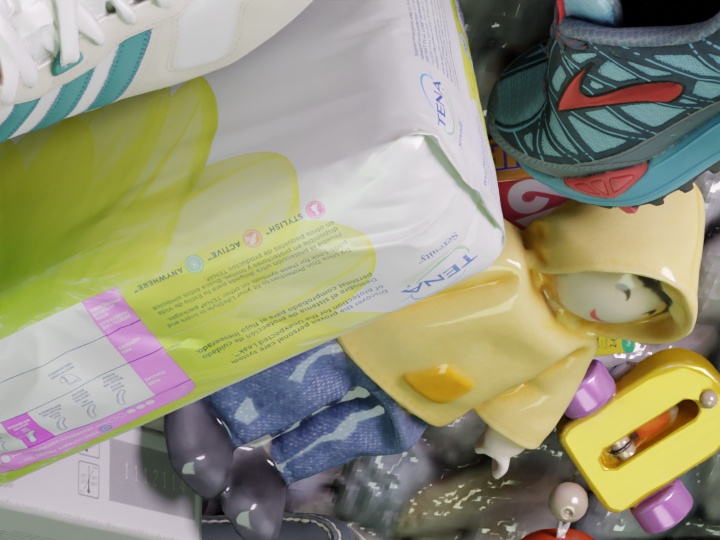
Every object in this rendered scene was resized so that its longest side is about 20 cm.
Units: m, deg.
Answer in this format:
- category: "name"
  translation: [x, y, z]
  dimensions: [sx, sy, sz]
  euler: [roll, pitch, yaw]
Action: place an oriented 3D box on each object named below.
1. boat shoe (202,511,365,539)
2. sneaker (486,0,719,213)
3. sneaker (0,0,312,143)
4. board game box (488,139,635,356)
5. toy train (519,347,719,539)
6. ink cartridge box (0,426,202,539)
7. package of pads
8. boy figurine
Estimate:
- category: "boat shoe"
  translation: [-0.095, 0.129, 1.018]
  dimensions: [0.199, 0.073, 0.062]
  euler: [-14, 139, 13]
- category: "sneaker"
  translation: [0.094, -0.082, 0.805]
  dimensions: [0.095, 0.080, 0.200]
  euler: [34, 154, -24]
- category: "sneaker"
  translation: [-0.093, -0.065, 0.719]
  dimensions: [0.199, 0.093, 0.071]
  euler: [-18, 107, 8]
- category: "board game box"
  translation: [0.000, 0.000, 0.938]
  dimensions: [0.199, 0.030, 0.096]
  euler: [-5, 134, 0]
- category: "toy train"
  translation: [0.135, 0.096, 1.005]
  dimensions: [0.199, 0.056, 0.151]
  euler: [-7, 106, 0]
- category: "ink cartridge box"
  translation: [-0.181, 0.074, 0.910]
  dimensions: [0.175, 0.045, 0.200]
  euler: [-10, 162, 31]
- category: "package of pads"
  translation: [-0.059, -0.032, 0.805]
  dimensions: [0.199, 0.155, 0.068]
  euler: [-25, 133, 16]
- category: "boy figurine"
  translation: [0.034, 0.028, 0.909]
  dimensions: [0.199, 0.065, 0.124]
  euler: [-23, 131, 18]
